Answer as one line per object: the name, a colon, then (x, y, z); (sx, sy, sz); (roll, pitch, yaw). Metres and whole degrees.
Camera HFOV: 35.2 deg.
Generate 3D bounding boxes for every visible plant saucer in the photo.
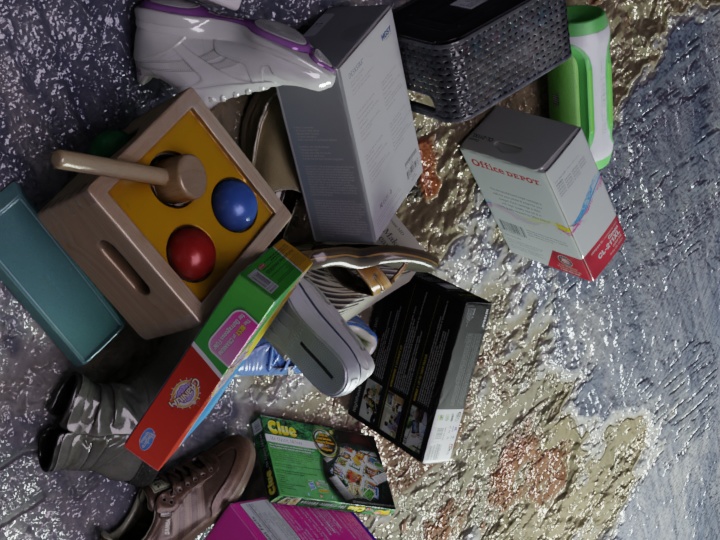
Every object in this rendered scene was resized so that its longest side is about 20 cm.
plant saucer: (-0.298, 0.010, 1.093); (0.070, 0.019, 0.201); (-45, 130, -19)

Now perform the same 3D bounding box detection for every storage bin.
storage bin: (0.127, -0.259, 1.273); (0.199, 0.135, 0.094); (-34, 127, -26)

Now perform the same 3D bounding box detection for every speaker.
speaker: (0.281, -0.231, 1.458); (0.088, 0.088, 0.202); (-28, 124, -30)

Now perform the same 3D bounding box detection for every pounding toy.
pounding toy: (-0.183, -0.061, 1.016); (0.201, 0.141, 0.185); (52, 51, -20)

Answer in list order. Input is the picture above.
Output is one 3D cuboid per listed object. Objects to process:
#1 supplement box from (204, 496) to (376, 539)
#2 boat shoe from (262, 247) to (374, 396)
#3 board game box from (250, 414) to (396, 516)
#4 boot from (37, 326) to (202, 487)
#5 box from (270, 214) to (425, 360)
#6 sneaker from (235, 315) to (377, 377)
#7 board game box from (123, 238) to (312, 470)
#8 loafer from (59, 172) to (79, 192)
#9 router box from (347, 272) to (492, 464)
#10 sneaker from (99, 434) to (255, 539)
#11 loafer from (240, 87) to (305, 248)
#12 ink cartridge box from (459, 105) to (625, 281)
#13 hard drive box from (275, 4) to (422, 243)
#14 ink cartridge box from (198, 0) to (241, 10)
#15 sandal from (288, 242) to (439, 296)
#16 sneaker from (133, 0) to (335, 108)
supplement box: (-0.087, 0.326, 1.308); (0.199, 0.103, 0.102); (6, 124, -56)
boat shoe: (-0.066, 0.046, 1.161); (0.074, 0.201, 0.067); (-46, 164, 29)
board game box: (-0.042, 0.236, 1.363); (0.023, 0.106, 0.199); (-36, 144, 31)
boot: (-0.240, 0.125, 1.161); (0.130, 0.067, 0.202); (23, 91, -41)
box: (-0.026, 0.012, 1.269); (0.199, 0.082, 0.069); (-33, 166, -33)
sneaker: (-0.068, 0.080, 1.286); (0.199, 0.077, 0.077); (-14, 118, -35)
board game box: (-0.130, 0.075, 1.063); (0.201, 0.040, 0.153); (-55, 179, 18)
loafer: (-0.209, -0.038, 1.118); (0.199, 0.072, 0.063); (26, 84, -42)
router box: (0.068, 0.109, 1.368); (0.051, 0.149, 0.202); (5, 105, -42)
sneaker: (-0.198, 0.249, 1.246); (0.200, 0.070, 0.076); (-48, 131, -16)
loafer: (-0.088, -0.103, 1.197); (0.076, 0.067, 0.202); (0, 108, -41)
ink cartridge box: (0.231, -0.097, 1.427); (0.083, 0.145, 0.201); (-47, 132, -17)
hard drive box: (-0.008, -0.155, 1.198); (0.156, 0.076, 0.202); (-56, 142, -49)
ink cartridge box: (-0.185, -0.324, 1.017); (0.199, 0.068, 0.116); (14, 97, -44)
sandal: (0.000, 0.000, 1.186); (0.199, 0.081, 0.055); (0, 93, -48)
sneaker: (-0.121, -0.192, 1.075); (0.075, 0.198, 0.101); (-57, 162, -68)
